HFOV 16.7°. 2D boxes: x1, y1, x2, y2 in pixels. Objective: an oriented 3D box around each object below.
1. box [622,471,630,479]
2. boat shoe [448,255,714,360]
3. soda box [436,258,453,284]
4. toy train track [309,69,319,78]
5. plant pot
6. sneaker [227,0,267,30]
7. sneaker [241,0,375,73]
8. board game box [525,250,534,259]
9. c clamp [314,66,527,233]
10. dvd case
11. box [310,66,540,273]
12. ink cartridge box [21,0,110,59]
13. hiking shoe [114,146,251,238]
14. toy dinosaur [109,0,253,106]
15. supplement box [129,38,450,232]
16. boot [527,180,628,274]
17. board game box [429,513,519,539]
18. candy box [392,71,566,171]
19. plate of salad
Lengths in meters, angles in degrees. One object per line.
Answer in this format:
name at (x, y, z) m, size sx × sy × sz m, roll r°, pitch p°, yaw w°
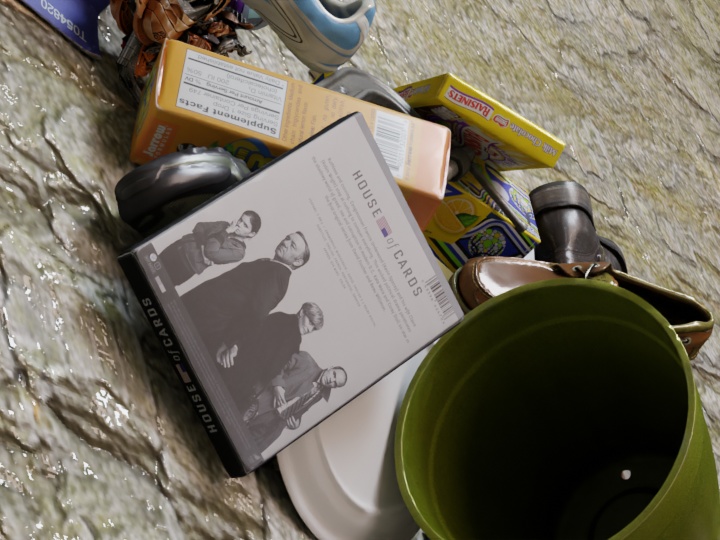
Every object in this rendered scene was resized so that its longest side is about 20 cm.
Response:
box at (0.165, 0.173, 1.798) m, size 0.082 × 0.049 × 0.200 m, roll -42°, pitch 103°, yaw -26°
boat shoe at (0.160, 0.020, 1.743) m, size 0.199 × 0.068 × 0.072 m, roll 14°, pitch 51°, yaw -27°
soda box at (0.000, 0.000, 1.696) m, size 0.200 × 0.068 × 0.064 m, roll 42°, pitch 28°, yaw -36°
toy train track at (0.032, -0.088, 1.924) m, size 0.200 × 0.032 × 0.115 m, roll 53°, pitch 23°, yaw -10°
plant pot at (0.151, 0.139, 1.590) m, size 0.193 × 0.199 × 0.201 m, roll 49°, pitch 21°, yaw -51°
sneaker at (-0.124, -0.264, 1.773) m, size 0.201 × 0.074 × 0.087 m, roll 59°, pitch 27°, yaw 0°
sneaker at (-0.076, -0.220, 1.707) m, size 0.200 × 0.073 × 0.072 m, roll 37°, pitch 14°, yaw -14°
board game box at (0.148, 0.081, 1.939) m, size 0.201 × 0.041 × 0.199 m, roll 60°, pitch 22°, yaw 5°
c clamp at (0.034, -0.078, 1.717) m, size 0.171 × 0.027 × 0.200 m, roll 49°, pitch 25°, yaw 6°
dvd case at (-0.038, 0.011, 1.485) m, size 0.200 × 0.025 × 0.151 m, roll -34°, pitch 101°, yaw -37°
box at (0.037, -0.068, 1.815) m, size 0.199 × 0.064 × 0.070 m, roll 31°, pitch 28°, yaw -26°
ink cartridge box at (-0.226, -0.264, 1.594) m, size 0.199 × 0.040 × 0.201 m, roll 40°, pitch 29°, yaw -40°
hiking shoe at (-0.078, -0.005, 1.522) m, size 0.200 × 0.075 × 0.101 m, roll 33°, pitch 32°, yaw -54°
toy dinosaur at (-0.115, -0.180, 1.593) m, size 0.102 × 0.136 × 0.200 m, roll 37°, pitch -18°, yaw 17°
supplement box at (-0.045, -0.080, 1.579) m, size 0.199 × 0.067 × 0.069 m, roll 18°, pitch 51°, yaw -10°
boot at (0.170, 0.045, 1.886) m, size 0.200 × 0.069 × 0.175 m, roll 55°, pitch 25°, yaw -56°
board game box at (0.127, 0.266, 1.654) m, size 0.152 × 0.045 × 0.201 m, roll 25°, pitch 40°, yaw -53°
candy box at (0.081, -0.108, 1.827) m, size 0.102 × 0.027 × 0.200 m, roll 28°, pitch -4°, yaw -10°
plate of salad at (-0.003, 0.084, 1.567) m, size 0.199 × 0.048 × 0.202 m, roll 6°, pitch 83°, yaw -54°
